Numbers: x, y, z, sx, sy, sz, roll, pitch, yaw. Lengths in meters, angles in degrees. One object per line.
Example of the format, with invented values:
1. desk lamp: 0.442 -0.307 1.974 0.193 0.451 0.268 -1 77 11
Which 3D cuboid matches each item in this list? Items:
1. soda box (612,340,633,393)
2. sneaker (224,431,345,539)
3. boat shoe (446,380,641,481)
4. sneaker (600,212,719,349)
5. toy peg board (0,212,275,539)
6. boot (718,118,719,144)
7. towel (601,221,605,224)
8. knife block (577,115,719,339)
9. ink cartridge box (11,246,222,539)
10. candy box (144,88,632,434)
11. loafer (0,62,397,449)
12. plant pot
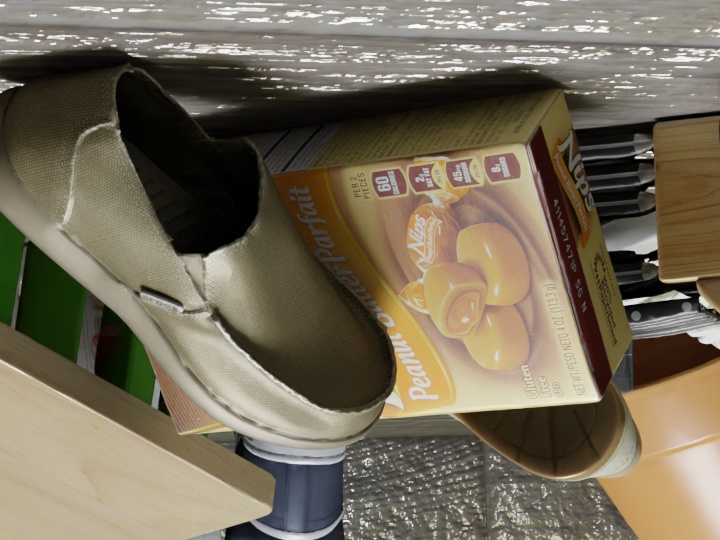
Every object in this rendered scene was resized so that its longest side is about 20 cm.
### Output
1. soda box: 0.043 0.031 1.164 0.199 0.071 0.063 -1 -177 -7
2. sneaker: -0.041 0.119 1.193 0.070 0.109 0.200 3 -175 -3
3. boat shoe: 0.043 0.028 0.984 0.200 0.072 0.065 37 -176 26
4. sneaker: 0.177 0.008 1.071 0.199 0.085 0.073 -4 164 -39
5. toy peg board: -0.173 0.058 1.046 0.198 0.098 0.200 -20 141 36
6. boot: 0.188 -0.060 0.794 0.096 0.075 0.200 -20 172 1
7. towel: 0.038 -0.021 1.120 0.199 0.024 0.153 -3 173 4
8. knife block: 0.163 -0.040 0.941 0.200 0.175 0.064 -50 162 8
9. ink cartridge box: -0.144 0.083 1.180 0.047 0.201 0.160 -2 174 -39
10. candy box: 0.000 0.000 0.898 0.199 0.116 0.055 -7 -155 27
11. loafer: -0.053 -0.003 0.813 0.200 0.076 0.067 38 135 -28
12. plant pot: 0.215 0.089 1.270 0.199 0.141 0.200 -23 -168 5
